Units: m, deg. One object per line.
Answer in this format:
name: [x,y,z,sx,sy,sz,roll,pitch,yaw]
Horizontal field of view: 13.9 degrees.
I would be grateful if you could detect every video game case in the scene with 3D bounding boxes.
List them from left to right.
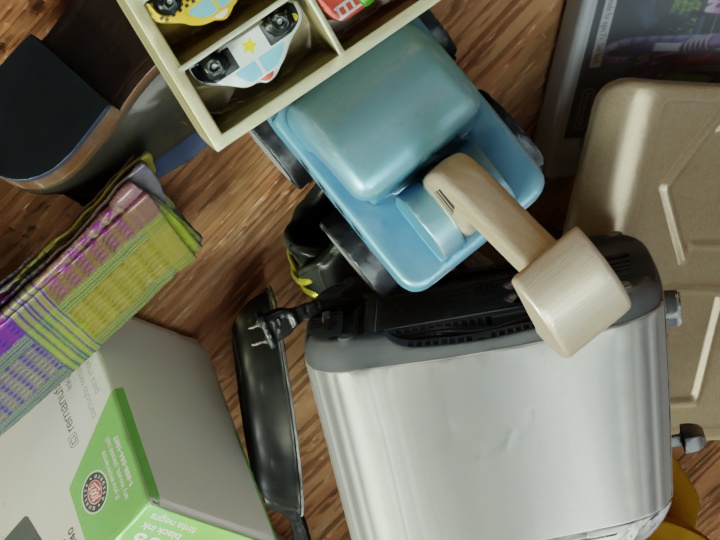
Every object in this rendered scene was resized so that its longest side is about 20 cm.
video game case: [0.185,-0.133,1.424,0.182,0.023,0.200,-7,134,-19]

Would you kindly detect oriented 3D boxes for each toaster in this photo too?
toaster: [0.056,0.067,1.365,0.200,0.114,0.129,-10,106,4]

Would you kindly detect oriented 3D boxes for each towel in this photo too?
towel: [-0.155,0.031,1.336,0.200,0.023,0.144,-43,167,-3]

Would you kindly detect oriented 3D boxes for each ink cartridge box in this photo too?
ink cartridge box: [-0.147,0.138,1.444,0.084,0.146,0.200,23,119,-37]

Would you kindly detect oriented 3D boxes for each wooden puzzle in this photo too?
wooden puzzle: [0.179,-0.006,1.461,0.200,0.046,0.185,2,109,-30]

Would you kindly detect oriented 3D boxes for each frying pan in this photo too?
frying pan: [-0.044,0.081,1.479,0.031,0.115,0.190,-8,155,-6]

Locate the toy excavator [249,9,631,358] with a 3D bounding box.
toy excavator: [0.033,-0.040,1.269,0.100,0.195,0.200,-39,175,-2]

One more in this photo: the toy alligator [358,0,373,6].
toy alligator: [-0.051,-0.175,1.177,0.059,0.054,0.200,-45,114,-3]

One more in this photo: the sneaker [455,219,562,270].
sneaker: [0.098,0.042,1.520,0.200,0.071,0.112,21,117,-41]

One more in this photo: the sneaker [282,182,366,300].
sneaker: [0.000,0.000,1.443,0.085,0.074,0.200,-3,124,-14]

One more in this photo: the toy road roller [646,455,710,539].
toy road roller: [0.110,0.167,1.635,0.200,0.146,0.123,1,147,28]

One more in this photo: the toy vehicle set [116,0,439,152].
toy vehicle set: [-0.013,-0.158,1.241,0.200,0.027,0.124,-35,114,-7]

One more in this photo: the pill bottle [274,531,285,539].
pill bottle: [-0.044,0.233,1.545,0.111,0.200,0.111,-13,136,-13]

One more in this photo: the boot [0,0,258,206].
boot: [-0.082,-0.106,1.312,0.200,0.075,0.097,-40,162,1]
